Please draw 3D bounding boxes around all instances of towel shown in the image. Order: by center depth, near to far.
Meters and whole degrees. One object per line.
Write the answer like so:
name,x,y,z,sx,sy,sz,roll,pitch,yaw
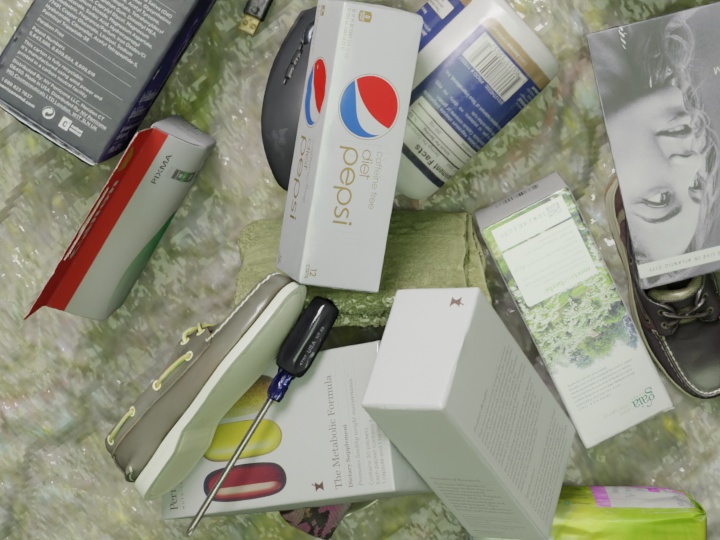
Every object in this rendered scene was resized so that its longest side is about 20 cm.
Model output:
towel,0.000,0.000,1.278,0.197,0.149,0.037,-2,119,1

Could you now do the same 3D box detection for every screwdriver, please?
screwdriver,-0.072,0.109,1.201,0.028,0.029,0.201,30,93,31

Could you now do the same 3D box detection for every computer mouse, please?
computer mouse,-0.056,-0.167,1.255,0.140,0.046,0.202,18,92,41

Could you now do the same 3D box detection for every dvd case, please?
dvd case,0.266,-0.100,1.261,0.147,0.016,0.202,-13,97,4

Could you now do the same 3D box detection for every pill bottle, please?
pill bottle,0.049,-0.128,1.271,0.200,0.111,0.111,-43,96,8

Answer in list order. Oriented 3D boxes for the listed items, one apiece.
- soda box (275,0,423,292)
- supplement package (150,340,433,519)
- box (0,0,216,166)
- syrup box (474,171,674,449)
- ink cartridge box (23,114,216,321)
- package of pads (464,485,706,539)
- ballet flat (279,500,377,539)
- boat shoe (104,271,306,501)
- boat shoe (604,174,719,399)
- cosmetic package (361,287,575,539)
soda box,-0.009,-0.090,1.182,0.063,0.068,0.202,6,98,-19
supplement package,-0.048,0.127,1.267,0.198,0.109,0.115,-11,80,23
box,-0.181,-0.194,1.244,0.104,0.148,0.201,33,98,-5
syrup box,0.170,0.032,1.311,0.078,0.081,0.201,-26,100,5
ink cartridge box,-0.176,-0.034,1.241,0.050,0.200,0.162,31,98,-5
package of pads,0.183,0.255,1.352,0.197,0.068,0.157,0,99,0
ballet flat,0.014,0.140,1.342,0.071,0.069,0.200,36,101,-23
boat shoe,-0.116,0.076,1.205,0.060,0.072,0.202,42,104,20
boat shoe,0.250,0.014,1.316,0.071,0.065,0.202,-19,98,3
cosmetic package,0.085,0.110,1.216,0.071,0.102,0.200,-1,144,31
